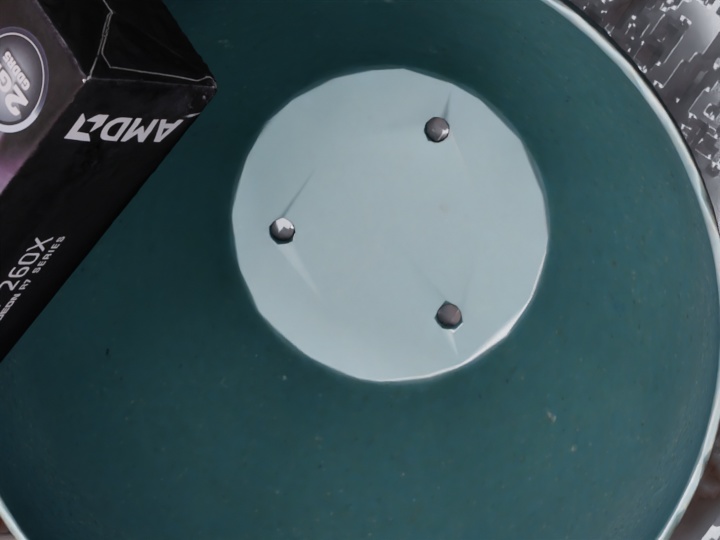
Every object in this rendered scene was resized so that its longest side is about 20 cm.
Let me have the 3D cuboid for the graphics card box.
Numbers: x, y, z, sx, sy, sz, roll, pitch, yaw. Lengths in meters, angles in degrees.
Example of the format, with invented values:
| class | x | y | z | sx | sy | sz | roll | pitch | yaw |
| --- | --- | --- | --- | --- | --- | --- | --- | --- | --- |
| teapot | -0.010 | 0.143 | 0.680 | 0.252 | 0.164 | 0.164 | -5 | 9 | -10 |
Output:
| class | x | y | z | sx | sy | sz | roll | pitch | yaw |
| --- | --- | --- | --- | --- | --- | --- | --- | --- | --- |
| graphics card box | -0.133 | -0.022 | 0.744 | 0.200 | 0.051 | 0.126 | -48 | 62 | 27 |

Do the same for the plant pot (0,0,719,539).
| class | x | y | z | sx | sy | sz | roll | pitch | yaw |
| --- | --- | --- | --- | --- | --- | --- | --- | --- | --- |
| plant pot | 0.000 | 0.000 | 0.810 | 0.199 | 0.135 | 0.201 | 2 | 103 | 7 |

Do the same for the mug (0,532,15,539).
| class | x | y | z | sx | sy | sz | roll | pitch | yaw |
| --- | --- | --- | --- | --- | --- | --- | --- | --- | --- |
| mug | -0.096 | 0.179 | 0.846 | 0.133 | 0.177 | 0.201 | 15 | 109 | 14 |
